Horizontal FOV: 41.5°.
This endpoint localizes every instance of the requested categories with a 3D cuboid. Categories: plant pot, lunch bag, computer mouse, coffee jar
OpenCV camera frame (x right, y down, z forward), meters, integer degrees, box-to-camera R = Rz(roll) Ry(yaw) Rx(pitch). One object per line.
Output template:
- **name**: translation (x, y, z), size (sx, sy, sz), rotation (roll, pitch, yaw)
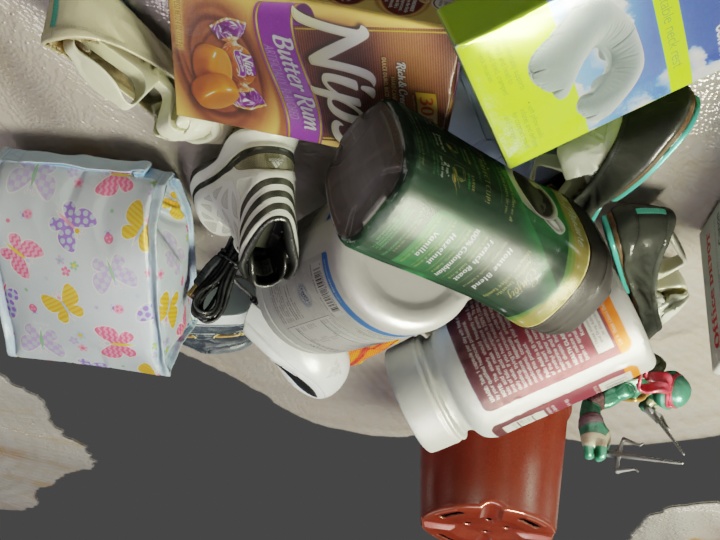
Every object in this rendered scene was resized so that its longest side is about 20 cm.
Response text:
- **plant pot**: translation (0.149, 0.201, 1.081), size (0.200, 0.196, 0.201), rotation (6, 148, 4)
- **lunch bag**: translation (-0.245, -0.017, 0.893), size (0.169, 0.127, 0.201), rotation (5, 123, 7)
- **computer mouse**: translation (-0.074, 0.051, 0.938), size (0.200, 0.110, 0.044), rotation (45, 159, -24)
- **coffee jar**: translation (0.078, -0.031, 0.648), size (0.200, 0.104, 0.085), rotation (24, 122, -28)

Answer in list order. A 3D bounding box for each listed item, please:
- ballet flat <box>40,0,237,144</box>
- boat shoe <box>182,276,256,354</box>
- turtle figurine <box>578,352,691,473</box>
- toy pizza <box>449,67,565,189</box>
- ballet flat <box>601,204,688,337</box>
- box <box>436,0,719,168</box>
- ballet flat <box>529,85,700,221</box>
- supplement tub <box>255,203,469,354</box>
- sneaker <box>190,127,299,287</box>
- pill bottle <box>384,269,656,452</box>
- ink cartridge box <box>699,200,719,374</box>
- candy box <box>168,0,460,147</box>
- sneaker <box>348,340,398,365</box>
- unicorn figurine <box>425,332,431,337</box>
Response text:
- **ballet flat**: translation (-0.160, -0.140, 0.735), size (0.069, 0.070, 0.200), rotation (-19, 139, 37)
- **boat shoe**: translation (-0.211, 0.048, 1.037), size (0.199, 0.071, 0.091), rotation (7, 144, -1)
- **turtle figurine**: translation (0.229, 0.106, 0.869), size (0.149, 0.101, 0.200), rotation (-5, -163, -44)
- **toy pizza**: translation (0.103, -0.107, 0.758), size (0.199, 0.032, 0.200), rotation (5, 148, 3)
- **ballet flat**: translation (0.263, 0.011, 0.865), size (0.068, 0.068, 0.200), rotation (-14, 145, 8)
- **box**: translation (0.161, -0.155, 0.590), size (0.200, 0.048, 0.122), rotation (-25, 139, 10)
- **ballet flat**: translation (0.168, -0.074, 0.709), size (0.068, 0.068, 0.200), rotation (23, 146, -6)
- **supplement tub**: translation (0.000, 0.000, 0.817), size (0.132, 0.132, 0.200), rotation (21, 163, -20)
- **sneaker**: translation (-0.102, -0.036, 0.809), size (0.075, 0.116, 0.200), rotation (2, 164, -19)
- **pill bottle**: translation (0.129, 0.068, 0.790), size (0.200, 0.114, 0.114), rotation (-25, 139, 10)
- **ink cartridge box**: translation (0.338, -0.019, 0.734), size (0.083, 0.146, 0.200), rotation (7, 148, 1)
- **candy box**: translation (-0.030, -0.150, 0.662), size (0.199, 0.057, 0.117), rotation (11, 137, 5)
- **sneaker**: translation (0.019, 0.047, 1.005), size (0.077, 0.073, 0.200), rotation (2, 159, -30)
- **unicorn figurine**: translation (0.129, 0.029, 0.890), size (0.137, 0.201, 0.074), rotation (11, 175, 30)
